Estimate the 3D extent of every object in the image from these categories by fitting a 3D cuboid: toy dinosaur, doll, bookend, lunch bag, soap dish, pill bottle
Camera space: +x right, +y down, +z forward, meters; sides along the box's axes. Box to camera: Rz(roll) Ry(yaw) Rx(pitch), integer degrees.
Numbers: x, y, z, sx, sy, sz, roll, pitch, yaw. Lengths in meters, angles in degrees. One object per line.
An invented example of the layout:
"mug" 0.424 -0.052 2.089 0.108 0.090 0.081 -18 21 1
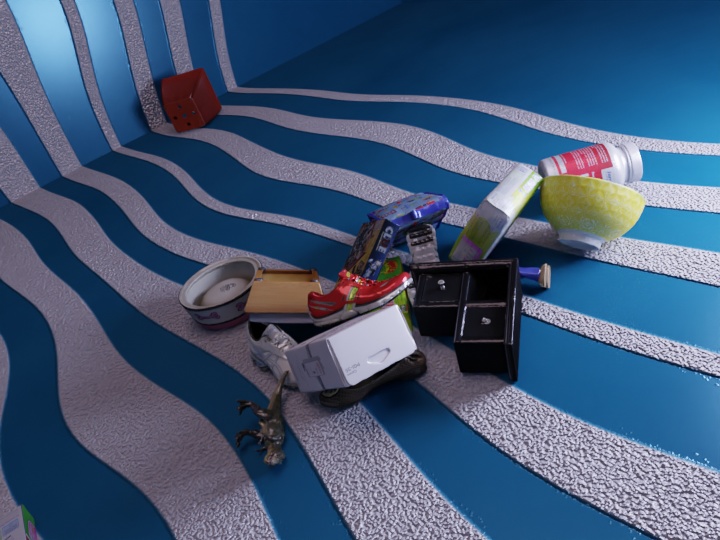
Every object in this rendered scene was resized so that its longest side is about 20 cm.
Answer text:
"toy dinosaur" -0.166 0.254 1.115 0.087 0.048 0.201 -4 40 0
"doll" 0.251 0.006 1.242 0.197 0.049 0.136 1 -5 25
"bookend" 0.172 0.082 1.133 0.197 0.093 0.200 -2 42 20
"lunch bag" 0.105 -0.116 1.424 0.149 0.095 0.200 -21 0 -4
"soap dish" -0.147 0.046 1.314 0.155 0.083 0.200 1 8 -6
"pill bottle" 0.492 -0.208 1.419 0.197 0.113 0.113 -15 31 7

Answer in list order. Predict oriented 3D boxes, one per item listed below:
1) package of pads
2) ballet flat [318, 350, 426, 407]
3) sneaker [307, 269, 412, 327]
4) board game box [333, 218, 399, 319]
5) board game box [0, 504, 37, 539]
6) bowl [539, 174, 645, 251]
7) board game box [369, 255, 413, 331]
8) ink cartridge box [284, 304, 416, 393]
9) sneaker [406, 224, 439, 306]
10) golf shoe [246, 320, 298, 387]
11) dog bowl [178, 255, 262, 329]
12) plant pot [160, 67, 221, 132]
"package of pads" 0.262 -0.098 1.304 0.068 0.201 0.154 38 54 11
"ballet flat" 0.019 0.181 1.136 0.197 0.047 0.068 -19 30 0
"sneaker" -0.006 0.036 1.166 0.198 0.086 0.077 -21 -2 10
"board game box" 0.000 0.000 1.294 0.202 0.034 0.135 -66 18 -8
"board game box" -0.569 0.474 1.005 0.152 0.041 0.200 -31 33 -18
"bowl" 0.433 -0.100 1.268 0.198 0.199 0.109 12 85 40
"board game box" 0.043 0.054 1.319 0.100 0.048 0.201 -14 32 7
"ink cartridge box" -0.020 0.133 1.098 0.145 0.084 0.200 -24 -1 -28
"sneaker" 0.134 0.005 1.328 0.074 0.081 0.202 -7 53 16
"golf shoe" -0.150 0.150 1.229 0.198 0.098 0.078 15 43 41
"dog bowl" -0.302 0.053 1.483 0.197 0.075 0.201 -14 31 8
"plant pot" -0.722 -0.695 2.770 0.197 0.201 0.178 -13 42 11
